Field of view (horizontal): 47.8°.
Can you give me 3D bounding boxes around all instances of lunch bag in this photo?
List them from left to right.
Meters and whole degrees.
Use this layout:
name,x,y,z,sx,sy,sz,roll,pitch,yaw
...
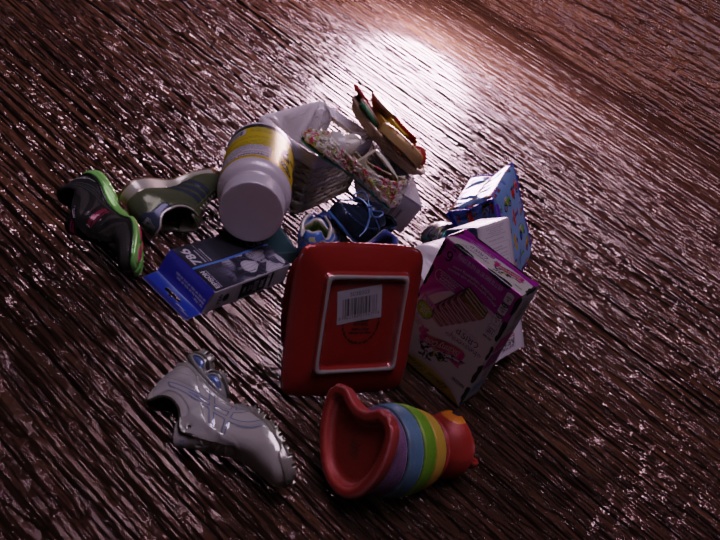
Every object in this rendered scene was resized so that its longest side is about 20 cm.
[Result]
name,x,y,z,sx,sy,sz,roll,pitch,yaw
lunch bag,0.250,-0.059,1.431,0.202,0.093,0.151,63,35,-18

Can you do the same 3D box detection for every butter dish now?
name,x,y,z,sx,sy,sz,roll,pitch,yaw
butter dish,-0.035,0.049,1.086,0.197,0.204,0.147,1,15,-33

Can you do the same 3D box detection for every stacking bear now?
name,x,y,z,sx,sy,sz,roll,pitch,yaw
stacking bear,0.058,0.207,0.959,0.198,0.116,0.121,10,9,-42

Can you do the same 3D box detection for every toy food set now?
name,x,y,z,sx,sy,sz,roll,pitch,yaw
toy food set,0.055,-0.254,1.480,0.199,0.049,0.199,52,16,13

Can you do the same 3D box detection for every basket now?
name,x,y,z,sx,sy,sz,roll,pitch,yaw
basket,-0.091,-0.199,1.422,0.135,0.125,0.199,36,32,16

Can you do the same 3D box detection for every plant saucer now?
name,x,y,z,sx,sy,sz,roll,pitch,yaw
plant saucer,-0.166,-0.081,1.302,0.069,0.019,0.201,-5,44,-38

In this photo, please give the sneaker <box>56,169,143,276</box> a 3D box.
name,x,y,z,sx,sy,sz,roll,pitch,yaw
sneaker,-0.351,-0.055,1.099,0.083,0.078,0.200,-22,50,-29

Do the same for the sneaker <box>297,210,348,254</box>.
name,x,y,z,sx,sy,sz,roll,pitch,yaw
sneaker,-0.057,-0.055,1.265,0.074,0.079,0.201,3,25,2

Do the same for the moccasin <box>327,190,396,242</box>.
name,x,y,z,sx,sy,sz,roll,pitch,yaw
moccasin,0.005,-0.087,1.307,0.081,0.068,0.200,52,11,12

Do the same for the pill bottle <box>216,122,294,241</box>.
name,x,y,z,sx,sy,sz,roll,pitch,yaw
pill bottle,-0.158,-0.134,1.230,0.112,0.116,0.201,17,30,-13

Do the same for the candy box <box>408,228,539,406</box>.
name,x,y,z,sx,sy,sz,roll,pitch,yaw
candy box,0.141,0.066,1.129,0.136,0.202,0.061,38,34,23

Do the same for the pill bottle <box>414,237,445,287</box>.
name,x,y,z,sx,sy,sz,roll,pitch,yaw
pill bottle,0.132,0.007,1.293,0.112,0.113,0.198,42,35,26

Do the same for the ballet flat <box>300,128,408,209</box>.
name,x,y,z,sx,sy,sz,roll,pitch,yaw
ballet flat,-0.003,-0.179,1.308,0.199,0.064,0.076,36,19,-19

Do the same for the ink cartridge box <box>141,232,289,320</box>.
name,x,y,z,sx,sy,sz,roll,pitch,yaw
ink cartridge box,-0.199,-0.001,1.144,0.099,0.040,0.199,39,35,19

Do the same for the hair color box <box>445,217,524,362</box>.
name,x,y,z,sx,sy,sz,roll,pitch,yaw
hair color box,0.189,0.029,1.229,0.060,0.204,0.099,-2,10,41

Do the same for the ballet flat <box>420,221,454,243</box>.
name,x,y,z,sx,sy,sz,roll,pitch,yaw
ballet flat,0.176,-0.059,1.462,0.198,0.073,0.072,0,39,-48

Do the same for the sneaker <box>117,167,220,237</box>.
name,x,y,z,sx,sy,sz,roll,pitch,yaw
sneaker,-0.262,-0.094,1.219,0.090,0.067,0.199,52,34,15

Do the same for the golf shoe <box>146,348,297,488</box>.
name,x,y,z,sx,sy,sz,roll,pitch,yaw
golf shoe,-0.156,0.182,0.898,0.199,0.079,0.097,37,51,28

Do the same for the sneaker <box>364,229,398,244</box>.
name,x,y,z,sx,sy,sz,roll,pitch,yaw
sneaker,0.000,0.000,1.235,0.074,0.089,0.200,29,33,4

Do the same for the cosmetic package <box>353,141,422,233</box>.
name,x,y,z,sx,sy,sz,roll,pitch,yaw
cosmetic package,0.044,-0.168,1.505,0.101,0.074,0.202,27,31,-26
